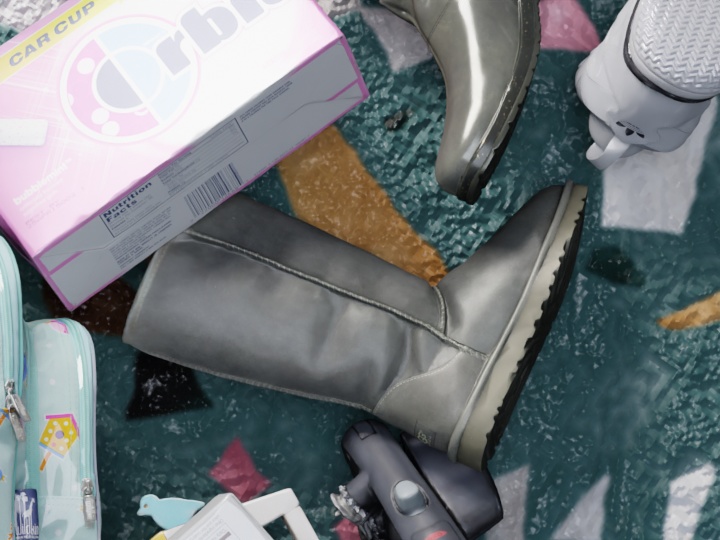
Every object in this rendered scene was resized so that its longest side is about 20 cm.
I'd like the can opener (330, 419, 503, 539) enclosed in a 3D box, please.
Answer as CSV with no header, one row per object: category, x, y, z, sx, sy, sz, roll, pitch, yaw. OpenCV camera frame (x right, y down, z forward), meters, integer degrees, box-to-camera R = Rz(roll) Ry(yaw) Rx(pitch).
can opener,0.043,0.143,1.467,0.079,0.200,0.063,-30,132,1

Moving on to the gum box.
gum box,-0.112,-0.082,1.488,0.200,0.066,0.114,-36,62,-5

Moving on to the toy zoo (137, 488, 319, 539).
toy zoo,-0.058,0.198,1.454,0.131,0.020,0.200,-30,89,-7

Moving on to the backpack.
backpack,-0.210,0.075,1.446,0.153,0.176,0.200,-7,87,-22

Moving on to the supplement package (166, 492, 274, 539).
supplement package,-0.039,0.215,1.388,0.114,0.110,0.200,-41,90,-7

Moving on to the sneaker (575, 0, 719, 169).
sneaker,0.169,-0.139,1.539,0.075,0.115,0.200,31,51,-4

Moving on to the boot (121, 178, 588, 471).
boot,0.000,-0.002,1.522,0.200,0.073,0.182,21,62,13

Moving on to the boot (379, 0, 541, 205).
boot,0.029,-0.136,1.521,0.131,0.068,0.200,16,67,-1
